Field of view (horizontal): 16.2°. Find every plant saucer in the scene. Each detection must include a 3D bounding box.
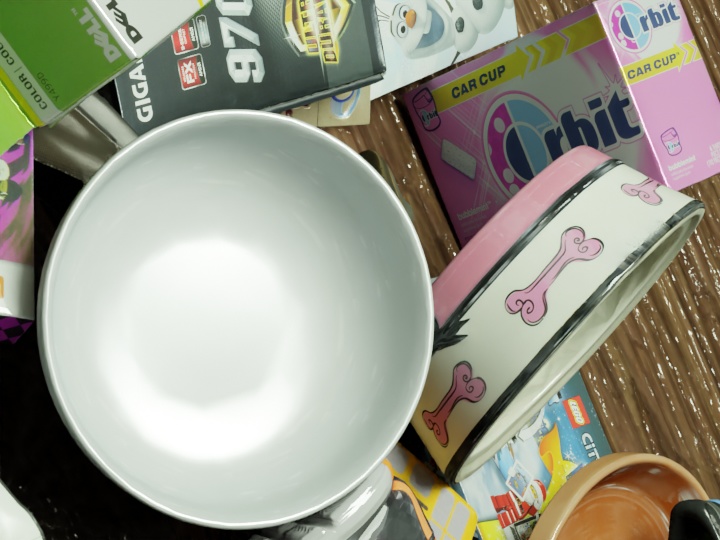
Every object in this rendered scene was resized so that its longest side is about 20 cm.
[{"bbox_3d":[0.143,0.202,1.429,0.200,0.032,0.201,-5,96,-47],"label":"plant saucer"}]

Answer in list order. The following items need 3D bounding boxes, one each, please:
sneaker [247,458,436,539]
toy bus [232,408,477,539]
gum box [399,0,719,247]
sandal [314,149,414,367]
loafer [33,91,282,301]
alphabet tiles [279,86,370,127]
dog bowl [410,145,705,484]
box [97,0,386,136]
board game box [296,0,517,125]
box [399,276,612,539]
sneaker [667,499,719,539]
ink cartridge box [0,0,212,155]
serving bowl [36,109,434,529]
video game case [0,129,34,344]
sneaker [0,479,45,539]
[{"bbox_3d":[-0.031,0.191,1.239,0.200,0.078,0.112,-40,112,-17],"label":"sneaker"},{"bbox_3d":[-0.005,0.128,1.339,0.200,0.065,0.078,42,44,-20],"label":"toy bus"},{"bbox_3d":[0.116,-0.082,1.473,0.066,0.200,0.114,-23,91,-37],"label":"gum box"},{"bbox_3d":[0.000,0.000,1.371,0.055,0.082,0.200,56,9,-23],"label":"sandal"},{"bbox_3d":[-0.123,-0.026,1.296,0.200,0.073,0.071,38,61,-2],"label":"loafer"},{"bbox_3d":[-0.082,-0.157,1.371,0.199,0.008,0.168,-5,104,-26],"label":"alphabet tiles"},{"bbox_3d":[0.091,0.017,1.350,0.074,0.200,0.200,42,41,10],"label":"dog bowl"},{"bbox_3d":[-0.079,-0.179,1.336,0.158,0.046,0.201,-18,110,-23],"label":"box"},{"bbox_3d":[0.005,-0.207,1.472,0.199,0.043,0.201,-27,115,-45],"label":"board game box"},{"bbox_3d":[0.082,0.098,1.461,0.136,0.038,0.201,-14,80,-48],"label":"box"},{"bbox_3d":[0.172,0.218,1.394,0.083,0.071,0.200,35,62,-38],"label":"sneaker"},{"bbox_3d":[-0.169,-0.138,1.173,0.148,0.076,0.200,54,31,-9],"label":"ink cartridge box"},{"bbox_3d":[-0.067,0.025,1.232,0.199,0.066,0.201,2,86,-23],"label":"serving bowl"},{"bbox_3d":[-0.243,-0.073,1.198,0.181,0.036,0.201,10,62,-26],"label":"video game case"},{"bbox_3d":[-0.195,0.143,1.128,0.115,0.080,0.200,21,54,-34],"label":"sneaker"}]
